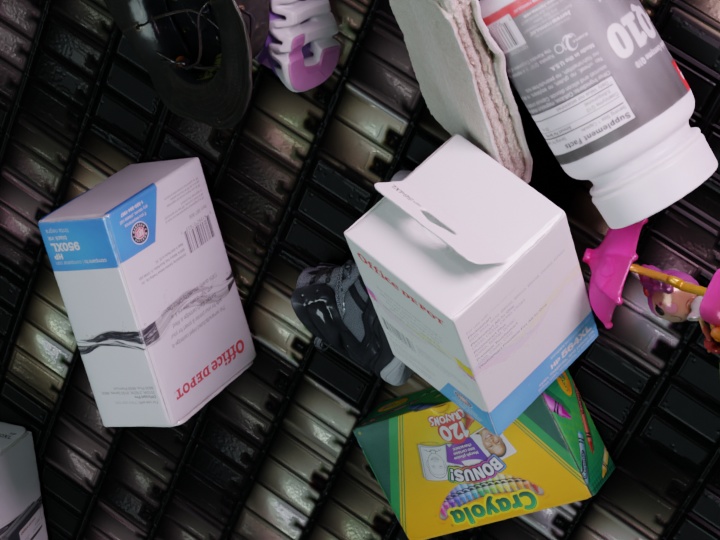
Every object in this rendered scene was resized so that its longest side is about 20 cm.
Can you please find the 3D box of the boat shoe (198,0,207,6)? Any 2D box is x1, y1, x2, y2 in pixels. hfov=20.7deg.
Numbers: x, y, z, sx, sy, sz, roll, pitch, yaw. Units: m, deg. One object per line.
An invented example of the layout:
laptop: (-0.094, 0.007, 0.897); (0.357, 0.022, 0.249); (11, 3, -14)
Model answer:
boat shoe: (-0.140, -0.251, 1.656); (0.073, 0.075, 0.201); (8, 125, 14)

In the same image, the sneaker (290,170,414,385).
sneaker: (0.000, 0.000, 1.684); (0.113, 0.075, 0.201); (15, 122, 20)

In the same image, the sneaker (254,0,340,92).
sneaker: (-0.068, -0.249, 1.608); (0.088, 0.080, 0.201); (23, 122, 37)

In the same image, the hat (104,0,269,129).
hat: (-0.124, -0.217, 1.574); (0.200, 0.081, 0.201); (38, 145, 33)

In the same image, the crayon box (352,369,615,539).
crayon box: (0.106, 0.154, 1.710); (0.200, 0.058, 0.119); (-20, 102, 35)

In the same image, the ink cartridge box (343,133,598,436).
ink cartridge box: (0.087, 0.005, 1.535); (0.128, 0.125, 0.200); (38, 163, 33)

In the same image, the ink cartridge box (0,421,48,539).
ink cartridge box: (-0.407, 0.256, 2.041); (0.144, 0.084, 0.201); (8, 116, 26)

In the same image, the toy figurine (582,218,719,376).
toy figurine: (0.265, 0.021, 1.520); (0.184, 0.200, 0.151); (24, 89, 41)

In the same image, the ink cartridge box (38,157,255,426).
ink cartridge box: (-0.185, 0.020, 1.750); (0.084, 0.145, 0.201); (-4, 111, 33)

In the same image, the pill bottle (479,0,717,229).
pill bottle: (0.180, -0.141, 1.488); (0.114, 0.114, 0.200); (-27, 99, 36)

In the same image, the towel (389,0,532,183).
towel: (0.071, -0.165, 1.516); (0.133, 0.034, 0.200); (50, 167, 45)
